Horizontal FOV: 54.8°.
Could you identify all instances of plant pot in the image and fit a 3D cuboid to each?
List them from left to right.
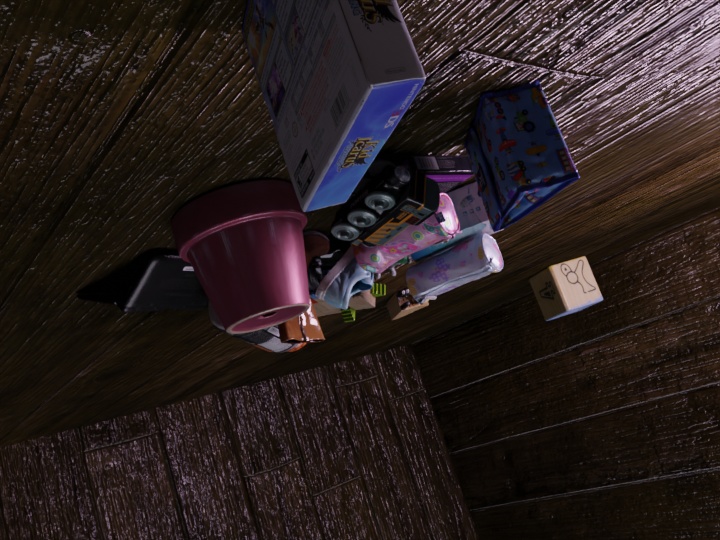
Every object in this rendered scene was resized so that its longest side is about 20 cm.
[{"bbox_3d":[-0.161,-0.011,1.025,0.199,0.179,0.200,-17,168,-4],"label":"plant pot"}]

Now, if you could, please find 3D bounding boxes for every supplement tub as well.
[{"bbox_3d":[-0.178,0.082,1.292,0.122,0.123,0.200,-23,152,18],"label":"supplement tub"}]

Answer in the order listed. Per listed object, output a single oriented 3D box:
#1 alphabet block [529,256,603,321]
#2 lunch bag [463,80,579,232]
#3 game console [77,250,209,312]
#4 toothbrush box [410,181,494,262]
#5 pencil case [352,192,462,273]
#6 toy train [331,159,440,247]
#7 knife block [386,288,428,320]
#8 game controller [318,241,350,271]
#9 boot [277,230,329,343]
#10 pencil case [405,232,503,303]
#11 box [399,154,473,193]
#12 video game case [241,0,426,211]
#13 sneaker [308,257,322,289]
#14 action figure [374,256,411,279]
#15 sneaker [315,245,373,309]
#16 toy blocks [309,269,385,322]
[{"bbox_3d":[0.863,0.078,2.923,0.195,0.200,0.196,-13,167,-21],"label":"alphabet block"},{"bbox_3d":[0.214,-0.155,1.020,0.094,0.151,0.200,-16,167,-13],"label":"lunch bag"},{"bbox_3d":[-0.355,0.013,1.216,0.176,0.116,0.200,-56,155,17],"label":"game console"},{"bbox_3d":[0.181,-0.097,1.381,0.200,0.086,0.146,-20,168,9],"label":"toothbrush box"},{"bbox_3d":[0.081,-0.063,1.226,0.200,0.088,0.087,-25,167,34],"label":"pencil case"},{"bbox_3d":[0.034,-0.096,1.092,0.114,0.085,0.200,21,147,-23],"label":"toy train"},{"bbox_3d":[0.135,0.103,2.251,0.200,0.064,0.175,-26,166,31],"label":"knife block"},{"bbox_3d":[-0.060,-0.022,1.487,0.104,0.042,0.200,-3,166,-5],"label":"game controller"},{"bbox_3d":[-0.096,0.029,1.243,0.068,0.200,0.188,-28,165,28],"label":"boot"},{"bbox_3d":[0.188,-0.003,1.405,0.200,0.083,0.091,-26,-158,30],"label":"pencil case"},{"bbox_3d":[0.079,-0.135,1.183,0.143,0.036,0.200,-7,162,-41],"label":"box"},{"bbox_3d":[-0.032,-0.167,0.524,0.045,0.182,0.200,-15,168,-21],"label":"video game case"},{"bbox_3d":[-0.136,0.022,1.402,0.113,0.076,0.200,1,159,-14],"label":"sneaker"},{"bbox_3d":[0.081,-0.036,1.593,0.118,0.055,0.200,-12,162,-18],"label":"action figure"},{"bbox_3d":[0.000,0.000,1.357,0.200,0.082,0.074,-51,168,-25],"label":"sneaker"},{"bbox_3d":[-0.064,0.046,1.519,0.200,0.100,0.137,-11,153,26],"label":"toy blocks"}]
